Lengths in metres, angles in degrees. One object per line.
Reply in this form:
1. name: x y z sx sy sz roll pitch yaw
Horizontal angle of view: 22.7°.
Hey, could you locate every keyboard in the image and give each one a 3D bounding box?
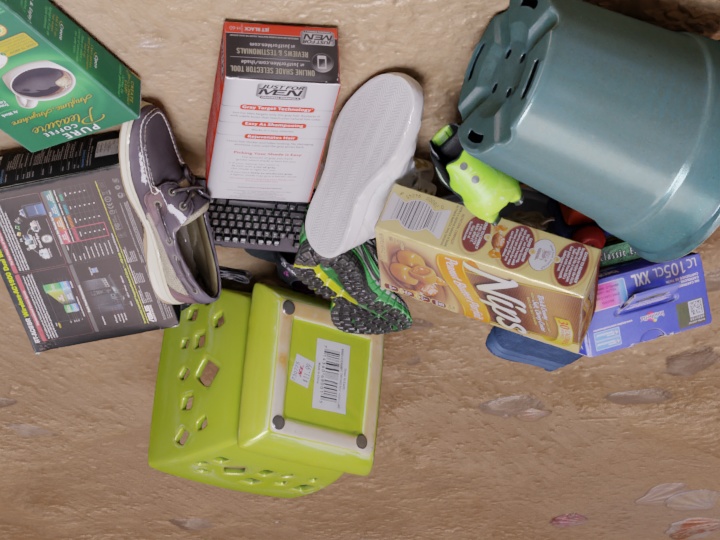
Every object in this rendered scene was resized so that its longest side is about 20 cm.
1. keyboard: -0.143 -0.034 1.767 0.199 0.021 0.128 5 129 -12

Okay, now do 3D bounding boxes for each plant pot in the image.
1. plant pot: 0.198 -0.132 1.493 0.195 0.201 0.200 19 146 -21
2. plant pot: -0.085 0.122 1.879 0.198 0.201 0.181 17 160 -36

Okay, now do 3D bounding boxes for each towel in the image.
1. towel: 0.232 0.047 1.965 0.111 0.049 0.200 15 148 -30

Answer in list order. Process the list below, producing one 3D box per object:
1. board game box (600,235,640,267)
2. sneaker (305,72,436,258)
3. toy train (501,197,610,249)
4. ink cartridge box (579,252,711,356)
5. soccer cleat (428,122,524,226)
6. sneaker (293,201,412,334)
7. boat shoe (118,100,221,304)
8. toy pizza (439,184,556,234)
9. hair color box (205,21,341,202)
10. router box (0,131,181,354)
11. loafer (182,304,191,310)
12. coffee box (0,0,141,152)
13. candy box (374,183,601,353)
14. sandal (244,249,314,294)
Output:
1. board game box: 0.213 -0.017 1.755 0.199 0.024 0.105 -13 -168 -10
2. sneaker: 0.029 -0.106 1.651 0.115 0.074 0.201 -18 146 -45
3. toy train: 0.204 -0.079 1.676 0.199 0.085 0.116 -9 141 -6
4. ink cartridge box: 0.249 0.026 1.753 0.136 0.077 0.200 -15 -169 -15
5. soccer cleat: 0.093 -0.101 1.589 0.067 0.200 0.081 -42 107 5
6. sneaker: 0.000 0.000 1.777 0.078 0.086 0.200 -7 147 20
7. boat shoe: -0.166 -0.059 1.628 0.064 0.072 0.201 6 119 29
8. toy pizza: 0.115 -0.036 1.806 0.199 0.032 0.201 -7 151 -4
9. hair color box: -0.080 -0.136 1.582 0.101 0.062 0.200 3 153 -10
10. router box: -0.265 -0.024 1.691 0.149 0.062 0.201 -11 128 6
11. loafer: -0.257 0.001 1.815 0.200 0.068 0.070 24 144 -39
12. coffee box: -0.288 -0.175 1.509 0.122 0.044 0.200 -16 149 25
13. candy box: 0.115 -0.001 1.627 0.199 0.056 0.116 19 155 14
14. sandal: -0.034 0.001 1.855 0.200 0.048 0.075 22 143 -37
